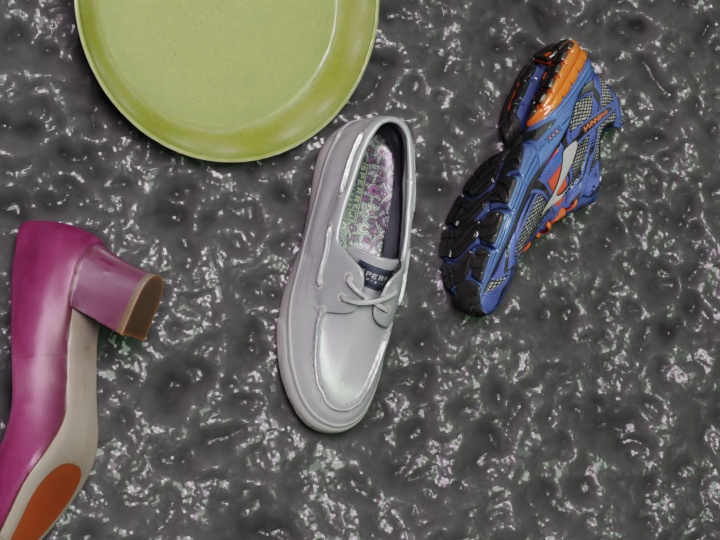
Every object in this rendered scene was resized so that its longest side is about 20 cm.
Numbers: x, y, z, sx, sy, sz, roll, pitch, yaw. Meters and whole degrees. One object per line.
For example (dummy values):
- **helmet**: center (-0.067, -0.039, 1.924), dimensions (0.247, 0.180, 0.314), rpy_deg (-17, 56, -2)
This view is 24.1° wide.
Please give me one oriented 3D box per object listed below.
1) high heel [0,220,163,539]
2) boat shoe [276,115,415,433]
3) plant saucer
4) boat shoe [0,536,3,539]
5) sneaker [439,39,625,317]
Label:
- **high heel**: center (-0.195, 0.072, 0.982), dimensions (0.096, 0.067, 0.201), rpy_deg (24, 80, 21)
- **boat shoe**: center (0.000, 0.000, 1.052), dimensions (0.072, 0.068, 0.201), rpy_deg (19, 76, -19)
- **plant saucer**: center (-0.084, -0.168, 1.043), dimensions (0.199, 0.031, 0.201), rpy_deg (-3, 96, -25)
- **boat shoe**: center (-0.175, 0.212, 0.930), dimensions (0.072, 0.065, 0.200), rpy_deg (-42, 114, -3)
- **sneaker**: center (0.120, -0.055, 1.110), dimensions (0.078, 0.075, 0.201), rpy_deg (33, 73, -19)
